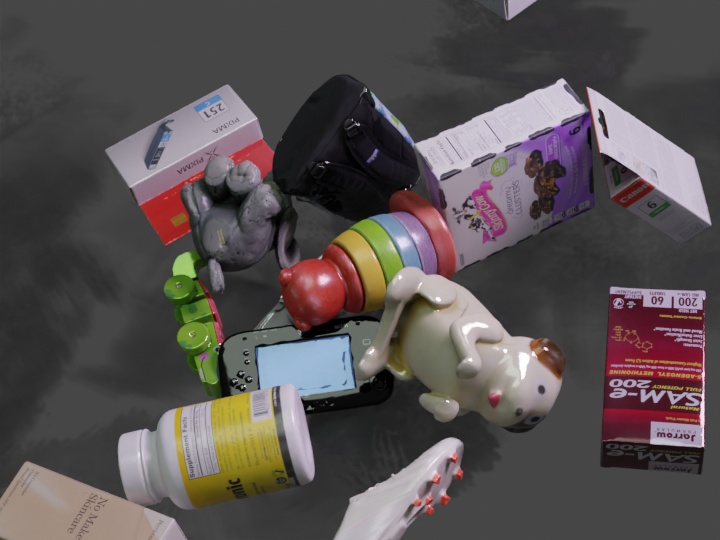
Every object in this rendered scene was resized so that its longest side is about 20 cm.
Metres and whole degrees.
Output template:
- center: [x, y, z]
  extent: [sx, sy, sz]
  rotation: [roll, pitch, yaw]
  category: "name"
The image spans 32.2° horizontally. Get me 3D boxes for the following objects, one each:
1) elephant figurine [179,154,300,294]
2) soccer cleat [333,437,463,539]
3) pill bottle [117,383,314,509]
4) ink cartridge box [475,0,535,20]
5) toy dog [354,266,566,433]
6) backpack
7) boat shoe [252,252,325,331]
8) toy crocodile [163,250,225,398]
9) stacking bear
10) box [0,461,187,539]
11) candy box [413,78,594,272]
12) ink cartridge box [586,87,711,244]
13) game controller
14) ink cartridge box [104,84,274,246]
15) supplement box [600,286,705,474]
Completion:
- center: [-0.125, -0.058, 1.554]
  extent: [0.155, 0.200, 0.142]
  rotation: [-43, 69, 9]
  category: "elephant figurine"
- center: [0.032, 0.244, 1.312]
  extent: [0.077, 0.069, 0.200]
  rotation: [30, 66, 33]
  category: "soccer cleat"
- center: [-0.157, 0.197, 1.357]
  extent: [0.198, 0.112, 0.112]
  rotation: [-12, 51, 2]
  category: "pill bottle"
- center: [0.197, -0.471, 1.823]
  extent: [0.146, 0.083, 0.200]
  rotation: [-36, 53, -17]
  category: "ink cartridge box"
- center: [0.122, 0.101, 1.363]
  extent: [0.199, 0.194, 0.140]
  rotation: [31, 107, 20]
  category: "toy dog"
- center: [-0.008, -0.140, 1.537]
  extent: [0.164, 0.199, 0.154]
  rotation: [-53, 42, 8]
  category: "backpack"
- center: [-0.066, 0.039, 1.488]
  extent: [0.200, 0.069, 0.072]
  rotation: [-39, 56, -18]
  category: "boat shoe"
- center: [-0.191, 0.063, 1.496]
  extent: [0.061, 0.068, 0.201]
  rotation: [-18, 51, -4]
  category: "toy crocodile"
- center: [0.000, 0.000, 1.434]
  extent: [0.199, 0.122, 0.114]
  rotation: [-24, 14, -22]
  category: "stacking bear"
- center: [-0.291, 0.289, 1.334]
  extent: [0.199, 0.078, 0.095]
  rotation: [14, 56, 22]
  category: "box"
- center: [0.175, -0.111, 1.492]
  extent: [0.199, 0.168, 0.072]
  rotation: [-25, 50, -8]
  category: "candy box"
- center: [0.323, -0.122, 1.463]
  extent: [0.050, 0.199, 0.110]
  rotation: [-38, 39, 36]
  category: "ink cartridge box"
- center: [-0.062, 0.113, 1.427]
  extent: [0.198, 0.042, 0.105]
  rotation: [-8, 84, 0]
  category: "game controller"
- center: [-0.220, -0.147, 1.682]
  extent: [0.199, 0.045, 0.176]
  rotation: [-31, 52, -12]
  category: "ink cartridge box"
- center: [0.319, 0.116, 1.355]
  extent: [0.108, 0.061, 0.201]
  rotation: [2, 54, 12]
  category: "supplement box"
